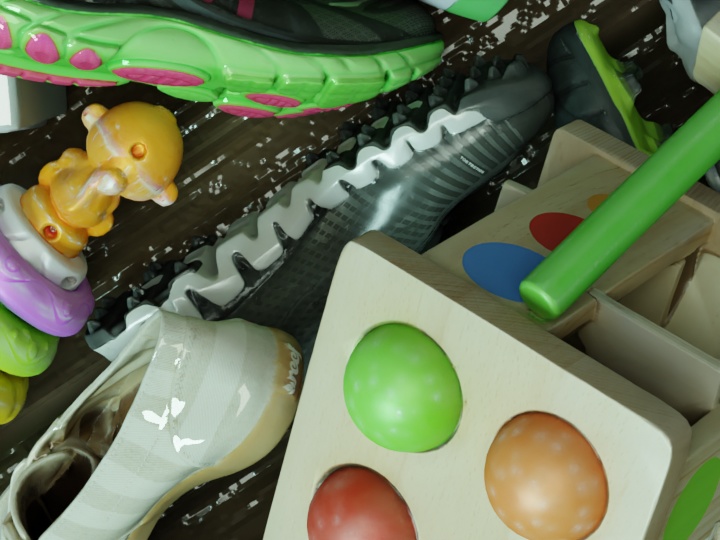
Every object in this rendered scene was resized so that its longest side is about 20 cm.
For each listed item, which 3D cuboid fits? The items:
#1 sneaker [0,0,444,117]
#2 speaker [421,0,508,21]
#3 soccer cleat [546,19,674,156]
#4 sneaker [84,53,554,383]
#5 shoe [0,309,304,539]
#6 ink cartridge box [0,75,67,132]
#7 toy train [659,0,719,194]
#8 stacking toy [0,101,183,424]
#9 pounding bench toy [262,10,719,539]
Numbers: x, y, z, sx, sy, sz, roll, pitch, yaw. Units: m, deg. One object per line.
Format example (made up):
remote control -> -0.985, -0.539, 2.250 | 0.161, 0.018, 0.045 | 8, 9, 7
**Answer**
sneaker -> -0.052, -0.101, 0.857 | 0.199, 0.077, 0.084 | 8, 81, -34
speaker -> -0.020, -0.171, 0.866 | 0.199, 0.088, 0.089 | 32, 99, -8
soccer cleat -> 0.091, 0.011, 0.903 | 0.081, 0.068, 0.201 | -16, 98, 11
sneaker -> 0.000, 0.000, 0.906 | 0.199, 0.067, 0.091 | -34, 101, 17
shoe -> -0.094, 0.067, 0.884 | 0.053, 0.070, 0.200 | 17, 142, -30
ink cartridge box -> -0.190, -0.146, 0.891 | 0.145, 0.084, 0.202 | -4, 97, 5
toy train -> 0.199, -0.093, 0.829 | 0.199, 0.085, 0.115 | -22, 94, 9
stacking toy -> -0.140, 0.008, 0.892 | 0.200, 0.110, 0.116 | -42, 96, 11
pounding bench toy -> 0.071, 0.021, 0.778 | 0.124, 0.156, 0.201 | 31, 124, 25
